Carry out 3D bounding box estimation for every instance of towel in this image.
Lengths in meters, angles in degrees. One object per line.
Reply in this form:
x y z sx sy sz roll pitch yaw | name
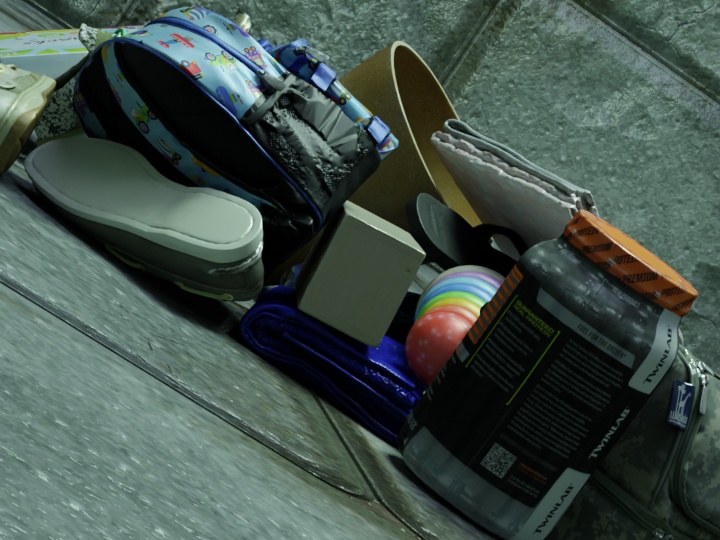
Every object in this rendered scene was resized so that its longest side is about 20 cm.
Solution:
-0.012 0.059 1.671 0.148 0.050 0.200 35 4 -1 | towel
0.156 -0.025 1.840 0.200 0.032 0.191 33 -17 52 | towel

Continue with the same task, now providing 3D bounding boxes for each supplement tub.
0.124 0.068 1.510 0.122 0.200 0.123 34 10 -7 | supplement tub

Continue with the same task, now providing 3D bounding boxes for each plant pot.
-0.016 -0.066 1.942 0.187 0.200 0.187 55 20 -31 | plant pot

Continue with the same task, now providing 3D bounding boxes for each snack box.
-0.215 -0.164 1.866 0.199 0.053 0.142 -7 16 -24 | snack box

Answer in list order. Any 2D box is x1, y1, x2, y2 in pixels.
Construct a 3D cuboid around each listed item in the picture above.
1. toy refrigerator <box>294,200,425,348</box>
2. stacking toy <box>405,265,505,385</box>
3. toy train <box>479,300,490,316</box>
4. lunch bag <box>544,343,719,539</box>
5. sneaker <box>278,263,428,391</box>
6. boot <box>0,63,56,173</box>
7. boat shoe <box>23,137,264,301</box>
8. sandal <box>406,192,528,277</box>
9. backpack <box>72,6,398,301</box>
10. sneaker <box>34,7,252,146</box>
0.000 0.000 1.666 0.070 0.076 0.200 27 3 -5 | toy refrigerator
0.071 0.045 1.677 0.085 0.085 0.200 34 8 4 | stacking toy
0.113 0.100 1.637 0.046 0.034 0.200 -94 170 -51 | toy train
0.218 0.147 1.615 0.200 0.168 0.139 29 6 -46 | lunch bag
0.006 0.039 1.921 0.078 0.075 0.200 10 -22 40 | sneaker
-0.294 -0.136 1.599 0.154 0.072 0.200 31 5 -10 | boot
-0.150 -0.034 1.589 0.201 0.072 0.060 23 -39 30 | boat shoe
0.107 -0.006 1.823 0.200 0.045 0.075 36 33 -47 | sandal
-0.099 -0.102 1.646 0.200 0.135 0.183 44 -30 -4 | backpack
-0.176 -0.154 1.750 0.089 0.200 0.077 58 4 -20 | sneaker
